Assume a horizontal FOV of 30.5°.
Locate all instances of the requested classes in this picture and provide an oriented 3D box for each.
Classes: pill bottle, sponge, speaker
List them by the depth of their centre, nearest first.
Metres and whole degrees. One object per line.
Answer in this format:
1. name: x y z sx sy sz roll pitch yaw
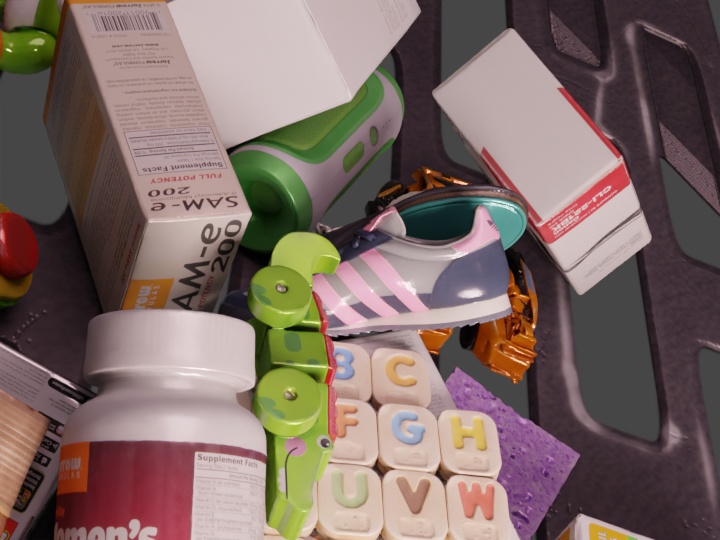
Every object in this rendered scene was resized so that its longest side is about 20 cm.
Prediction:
1. pill bottle: -0.104 0.128 0.686 0.109 0.109 0.202 8 74 -26
2. sponge: 0.065 0.154 0.887 0.111 0.030 0.200 37 41 7
3. speaker: -0.036 -0.094 1.028 0.088 0.089 0.200 35 40 3

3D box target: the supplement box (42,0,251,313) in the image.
1. supplement box: -0.149 -0.073 0.889 0.073 0.126 0.201 -7 57 -27

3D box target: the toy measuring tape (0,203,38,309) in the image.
1. toy measuring tape: -0.232 0.027 0.808 0.073 0.074 0.202 5 64 -29

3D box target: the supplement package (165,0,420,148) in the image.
1. supplement package: -0.050 -0.196 1.001 0.118 0.116 0.200 63 28 -18

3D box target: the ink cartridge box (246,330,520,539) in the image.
1. ink cartridge box: -0.001 0.136 0.827 0.161 0.050 0.201 -9 55 -24

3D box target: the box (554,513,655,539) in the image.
1. box: 0.193 0.248 0.814 0.198 0.113 0.102 21 42 -13

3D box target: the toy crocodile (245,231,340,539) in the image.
1. toy crocodile: -0.039 0.062 0.781 0.061 0.068 0.201 5 47 -13

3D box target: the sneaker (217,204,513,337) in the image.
1. sneaker: 0.000 0.000 0.885 0.198 0.083 0.070 -5 6 -1

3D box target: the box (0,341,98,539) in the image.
1. box: -0.254 0.071 0.722 0.199 0.035 0.111 30 70 -4

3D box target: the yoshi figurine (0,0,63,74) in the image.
1. yoshi figurine: -0.213 -0.177 1.011 0.198 0.114 0.112 -7 17 -22

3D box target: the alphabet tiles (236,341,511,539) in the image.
1. alphabet tiles: -0.008 0.119 0.796 0.198 0.015 0.197 7 47 -11

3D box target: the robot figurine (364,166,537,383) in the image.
1. robot figurine: 0.077 -0.006 1.027 0.144 0.058 0.201 17 38 -18

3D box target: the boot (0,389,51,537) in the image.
1. boot: -0.275 0.097 0.661 0.199 0.077 0.156 33 74 -10

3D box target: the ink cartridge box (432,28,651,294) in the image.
1. ink cartridge box: 0.151 -0.081 1.062 0.145 0.084 0.200 54 6 24

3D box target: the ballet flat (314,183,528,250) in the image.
1. ballet flat: 0.021 -0.022 0.941 0.073 0.199 0.074 -23 90 -83
